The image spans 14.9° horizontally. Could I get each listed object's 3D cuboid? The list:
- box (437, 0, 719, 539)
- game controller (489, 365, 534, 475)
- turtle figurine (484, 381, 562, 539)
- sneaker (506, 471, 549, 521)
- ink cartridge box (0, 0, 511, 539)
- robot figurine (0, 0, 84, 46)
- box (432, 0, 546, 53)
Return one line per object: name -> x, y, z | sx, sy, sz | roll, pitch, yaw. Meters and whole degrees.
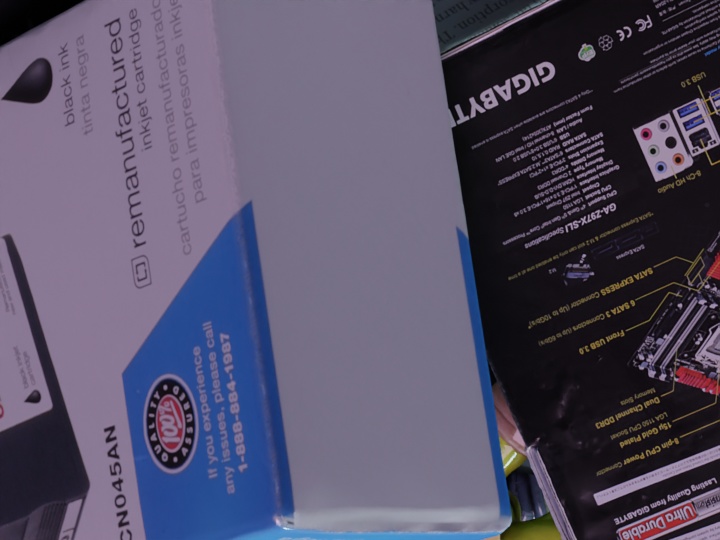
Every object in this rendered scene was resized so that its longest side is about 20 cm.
box -> 0.122, -0.016, 0.695 | 0.199, 0.049, 0.160 | -26, 87, 22
game controller -> 0.000, 0.000, 0.881 | 0.199, 0.105, 0.042 | 13, 168, -1
turtle figurine -> 0.030, 0.086, 0.788 | 0.161, 0.201, 0.064 | -31, 168, 10
sneaker -> 0.063, 0.083, 0.947 | 0.074, 0.081, 0.201 | -21, 110, 36
ink cartridge box -> -0.067, 0.018, 0.724 | 0.084, 0.146, 0.199 | 4, 162, -44
robot figurine -> -0.120, -0.115, 0.747 | 0.150, 0.126, 0.200 | -16, 156, 31
box -> 0.036, -0.145, 0.746 | 0.152, 0.107, 0.200 | -27, 127, 24
